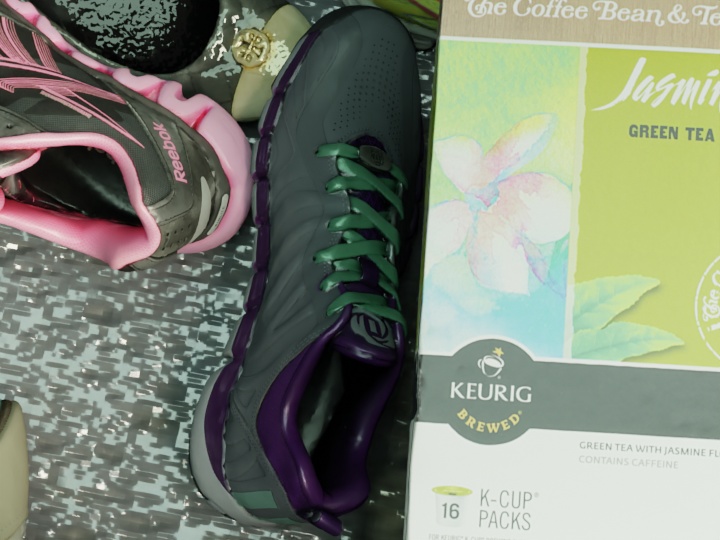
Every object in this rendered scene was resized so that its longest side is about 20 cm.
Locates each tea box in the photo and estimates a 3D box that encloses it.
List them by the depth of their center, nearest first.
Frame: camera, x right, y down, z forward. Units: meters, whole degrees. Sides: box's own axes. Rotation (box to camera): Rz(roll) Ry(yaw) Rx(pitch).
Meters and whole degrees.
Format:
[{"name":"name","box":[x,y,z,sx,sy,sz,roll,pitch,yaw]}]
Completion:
[{"name":"tea box","box":[0.087,0.019,0.872,0.133,0.200,0.198,2,79,4]}]

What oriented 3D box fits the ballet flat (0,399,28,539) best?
[{"name":"ballet flat","box":[-0.160,0.122,0.900,0.069,0.070,0.200,25,37,8]}]

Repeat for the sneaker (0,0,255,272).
[{"name":"sneaker","box":[-0.141,-0.056,0.947,0.199,0.095,0.079,23,117,9]}]

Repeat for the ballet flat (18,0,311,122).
[{"name":"ballet flat","box":[-0.106,-0.112,0.983,0.199,0.057,0.067,25,82,8]}]

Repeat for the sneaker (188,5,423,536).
[{"name":"sneaker","box":[0.000,0.000,0.930,0.074,0.087,0.201,15,84,-31]}]

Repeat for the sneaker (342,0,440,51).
[{"name":"sneaker","box":[0.085,-0.109,0.954,0.198,0.090,0.079,8,77,4]}]
